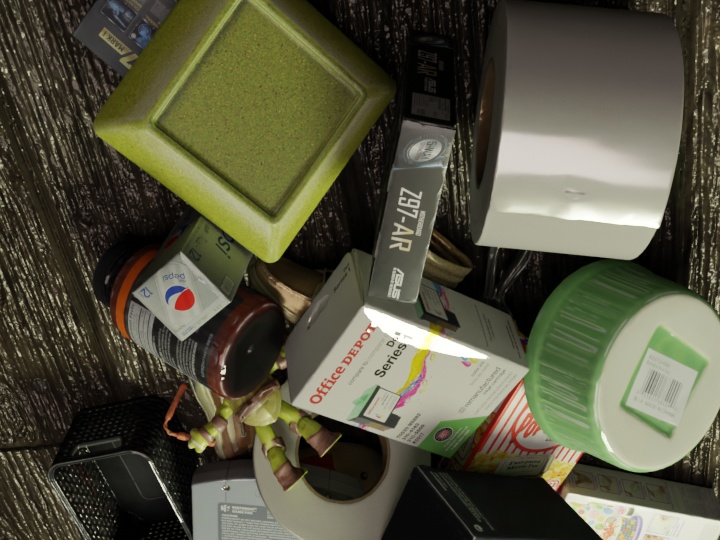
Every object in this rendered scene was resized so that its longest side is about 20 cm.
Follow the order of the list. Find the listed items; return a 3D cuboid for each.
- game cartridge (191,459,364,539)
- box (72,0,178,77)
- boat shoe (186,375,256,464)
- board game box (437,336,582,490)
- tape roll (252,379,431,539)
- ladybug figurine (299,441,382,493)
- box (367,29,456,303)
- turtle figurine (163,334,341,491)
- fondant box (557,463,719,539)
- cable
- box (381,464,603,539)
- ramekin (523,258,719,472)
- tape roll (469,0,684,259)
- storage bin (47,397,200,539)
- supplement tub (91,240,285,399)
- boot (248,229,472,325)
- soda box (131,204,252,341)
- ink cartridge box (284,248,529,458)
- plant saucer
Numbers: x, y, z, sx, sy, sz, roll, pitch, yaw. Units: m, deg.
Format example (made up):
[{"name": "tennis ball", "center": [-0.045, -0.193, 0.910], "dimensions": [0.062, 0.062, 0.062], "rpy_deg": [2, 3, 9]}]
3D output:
[{"name": "game cartridge", "center": [-0.096, 0.278, 1.031], "dimensions": [0.195, 0.041, 0.136], "rpy_deg": [6, 126, -1]}, {"name": "box", "center": [-0.134, -0.208, 0.807], "dimensions": [0.199, 0.051, 0.157], "rpy_deg": [39, 116, -19]}, {"name": "boat shoe", "center": [-0.136, 0.163, 1.028], "dimensions": [0.072, 0.076, 0.203], "rpy_deg": [-13, 121, 8]}, {"name": "board game box", "center": [0.193, 0.167, 0.991], "dimensions": [0.148, 0.047, 0.203], "rpy_deg": [6, 125, -26]}, {"name": "tape roll", "center": [-0.020, 0.200, 0.982], "dimensions": [0.198, 0.207, 0.037], "rpy_deg": [14, 161, -5]}, {"name": "ladybug figurine", "center": [-0.052, 0.286, 1.097], "dimensions": [0.198, 0.073, 0.136], "rpy_deg": [-30, 116, 21]}, {"name": "box", "center": [0.045, -0.096, 0.775], "dimensions": [0.042, 0.201, 0.163], "rpy_deg": [10, 122, -1]}, {"name": "turtle figurine", "center": [-0.095, 0.135, 0.936], "dimensions": [0.161, 0.200, 0.065], "rpy_deg": [45, 162, 6]}, {"name": "fondant box", "center": [0.323, 0.321, 1.099], "dimensions": [0.195, 0.059, 0.147], "rpy_deg": [10, 122, -3]}, {"name": "cable", "center": [0.139, 0.036, 0.954], "dimensions": [0.095, 0.050, 0.205], "rpy_deg": [3, 113, 9]}, {"name": "box", "center": [0.122, 0.330, 0.949], "dimensions": [0.195, 0.123, 0.204], "rpy_deg": [12, 108, -35]}, {"name": "ramekin", "center": [0.268, 0.097, 0.882], "dimensions": [0.196, 0.097, 0.205], "rpy_deg": [-6, 104, -25]}, {"name": "tape roll", "center": [0.171, -0.117, 0.752], "dimensions": [0.136, 0.204, 0.207], "rpy_deg": [6, 123, 1]}, {"name": "storage bin", "center": [-0.272, 0.268, 1.092], "dimensions": [0.132, 0.095, 0.203], "rpy_deg": [-12, 121, 11]}, {"name": "supplement tub", "center": [-0.178, 0.040, 0.902], "dimensions": [0.197, 0.106, 0.109], "rpy_deg": [27, 127, 25]}, {"name": "boot", "center": [0.000, 0.000, 0.914], "dimensions": [0.197, 0.073, 0.156], "rpy_deg": [29, 120, -15]}, {"name": "soda box", "center": [-0.139, -0.026, 0.832], "dimensions": [0.068, 0.201, 0.064], "rpy_deg": [-36, 110, 24]}, {"name": "ink cartridge box", "center": [0.042, 0.087, 0.886], "dimensions": [0.197, 0.085, 0.146], "rpy_deg": [22, 122, -24]}, {"name": "plant saucer", "center": [-0.088, -0.137, 0.750], "dimensions": [0.198, 0.048, 0.202], "rpy_deg": [37, 90, -20]}]
